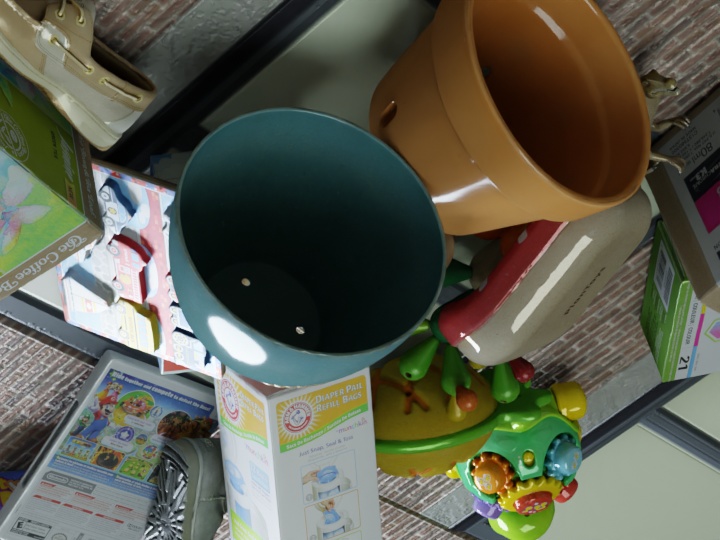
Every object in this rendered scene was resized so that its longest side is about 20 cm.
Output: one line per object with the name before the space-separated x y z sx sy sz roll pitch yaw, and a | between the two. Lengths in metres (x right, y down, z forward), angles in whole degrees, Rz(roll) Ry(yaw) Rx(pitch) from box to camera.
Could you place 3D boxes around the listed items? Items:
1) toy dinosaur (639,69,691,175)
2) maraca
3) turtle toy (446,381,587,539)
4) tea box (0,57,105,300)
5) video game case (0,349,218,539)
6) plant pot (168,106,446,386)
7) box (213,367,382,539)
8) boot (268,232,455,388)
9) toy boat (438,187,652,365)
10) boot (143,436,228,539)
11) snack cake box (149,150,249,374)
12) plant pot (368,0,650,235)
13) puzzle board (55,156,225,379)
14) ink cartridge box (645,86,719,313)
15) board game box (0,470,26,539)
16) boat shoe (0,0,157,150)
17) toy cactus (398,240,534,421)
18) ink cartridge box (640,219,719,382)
toy dinosaur | 0.200 -0.101 1.577 0.101 0.058 0.199 41 128 -19
maraca | 0.074 0.126 1.740 0.198 0.137 0.108 -12 114 -17
turtle toy | 0.154 0.192 1.853 0.144 0.102 0.201 -13 151 -4
tea box | -0.321 -0.070 1.357 0.199 0.134 0.197 -31 139 17
video game case | -0.222 0.174 1.719 0.143 0.018 0.201 24 107 -39
plant pot | -0.053 0.004 1.382 0.198 0.202 0.135 2 149 -21
box | -0.054 0.165 1.671 0.101 0.112 0.202 -16 116 -26
boot | 0.000 0.000 1.532 0.199 0.167 0.072 -31 114 30
toy boat | 0.130 -0.022 1.548 0.200 0.131 0.130 -52 160 23
boot | -0.094 0.213 1.779 0.199 0.073 0.183 -8 128 -37
snack cake box | -0.111 -0.007 1.558 0.114 0.068 0.201 -7 139 -13
plant pot | 0.100 -0.114 1.426 0.199 0.202 0.140 22 143 -38
puzzle board | -0.180 -0.003 1.501 0.149 0.017 0.201 18 138 17
ink cartridge box | 0.338 -0.082 1.553 0.075 0.166 0.200 23 126 -37
board game box | -0.330 0.245 1.790 0.198 0.045 0.135 -2 138 -18
boat shoe | -0.213 -0.167 1.341 0.069 0.074 0.200 -37 139 5
toy cactus | 0.090 0.029 1.646 0.200 0.102 0.165 42 92 -14
ink cartridge box | 0.365 0.013 1.743 0.198 0.076 0.149 -9 140 -7
